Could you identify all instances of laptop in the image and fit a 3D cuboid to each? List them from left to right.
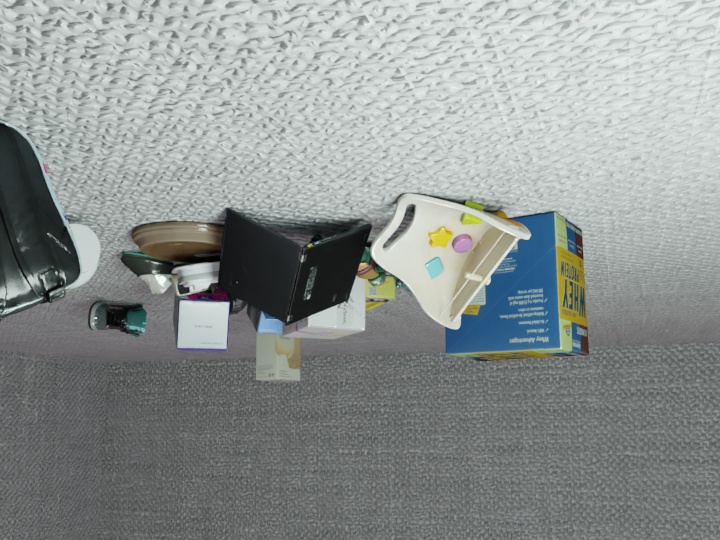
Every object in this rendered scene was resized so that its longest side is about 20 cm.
[{"bbox_3d":[-0.108,-0.020,1.219,0.196,0.117,0.189,-20,149,-29],"label":"laptop"}]

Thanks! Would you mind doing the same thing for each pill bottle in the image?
[{"bbox_3d":[-0.479,-0.018,1.222,0.102,0.107,0.198,8,166,-36],"label":"pill bottle"}]

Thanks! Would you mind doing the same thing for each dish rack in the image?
[{"bbox_3d":[-0.231,0.004,1.365,0.195,0.045,0.171,-9,179,-17],"label":"dish rack"}]

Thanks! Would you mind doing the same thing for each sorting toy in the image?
[{"bbox_3d":[0.114,-0.039,1.119,0.176,0.108,0.202,19,128,-19],"label":"sorting toy"}]

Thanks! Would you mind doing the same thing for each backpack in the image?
[{"bbox_3d":[-0.408,-0.051,0.809,0.148,0.205,0.176,-4,-164,45],"label":"backpack"}]

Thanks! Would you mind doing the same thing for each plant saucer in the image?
[{"bbox_3d":[-0.284,-0.044,1.295,0.194,0.030,0.200,-1,168,0],"label":"plant saucer"}]

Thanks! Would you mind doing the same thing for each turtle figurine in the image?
[{"bbox_3d":[0.000,0.000,1.330,0.147,0.103,0.199,-25,141,24],"label":"turtle figurine"}]

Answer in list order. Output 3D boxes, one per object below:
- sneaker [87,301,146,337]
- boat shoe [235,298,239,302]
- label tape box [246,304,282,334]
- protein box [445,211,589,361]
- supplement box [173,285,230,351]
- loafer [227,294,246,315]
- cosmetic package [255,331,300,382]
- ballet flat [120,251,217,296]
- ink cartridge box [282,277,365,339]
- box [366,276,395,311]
[{"bbox_3d":[-0.614,0.127,1.987,0.117,0.086,0.200,4,177,4],"label":"sneaker"},{"bbox_3d":[-0.177,0.052,1.665,0.195,0.070,0.071,7,167,-30],"label":"boat shoe"},{"bbox_3d":[-0.170,0.104,1.736,0.139,0.068,0.200,4,-163,-20],"label":"label tape box"},{"bbox_3d":[0.247,0.034,1.232,0.194,0.206,0.134,-7,167,34],"label":"protein box"},{"bbox_3d":[-0.327,0.085,1.573,0.098,0.106,0.200,3,-169,-17],"label":"supplement box"},{"bbox_3d":[-0.288,0.064,1.736,0.070,0.075,0.199,-3,-178,-21],"label":"loafer"},{"bbox_3d":[-0.203,0.170,1.909,0.070,0.206,0.104,-7,168,30],"label":"cosmetic package"},{"bbox_3d":[-0.356,0.011,1.459,0.196,0.070,0.067,8,167,-33],"label":"ballet flat"},{"bbox_3d":[-0.072,0.062,1.562,0.122,0.132,0.199,5,167,-22],"label":"ink cartridge box"},{"bbox_3d":[0.011,0.053,1.719,0.073,0.052,0.200,3,169,-18],"label":"box"}]
